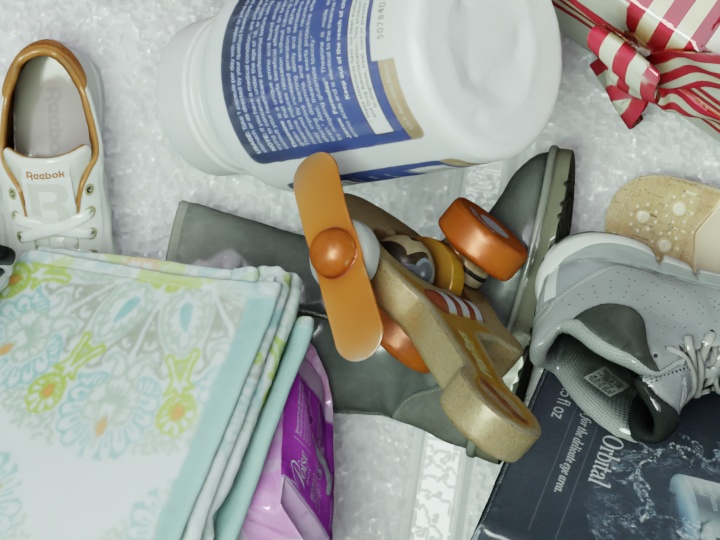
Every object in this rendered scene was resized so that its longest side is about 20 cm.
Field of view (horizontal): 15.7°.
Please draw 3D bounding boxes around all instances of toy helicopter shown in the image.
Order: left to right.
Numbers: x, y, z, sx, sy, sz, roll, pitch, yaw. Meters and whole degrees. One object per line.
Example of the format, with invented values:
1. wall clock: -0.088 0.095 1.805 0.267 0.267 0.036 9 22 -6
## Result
1. toy helicopter: 0.030 0.020 1.212 0.132 0.200 0.079 33 105 -31

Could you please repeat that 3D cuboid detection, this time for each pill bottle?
1. pill bottle: -0.007 -0.098 1.295 0.199 0.110 0.112 -7 84 44

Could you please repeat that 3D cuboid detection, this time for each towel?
1. towel: -0.125 0.082 1.244 0.170 0.048 0.201 5 61 33

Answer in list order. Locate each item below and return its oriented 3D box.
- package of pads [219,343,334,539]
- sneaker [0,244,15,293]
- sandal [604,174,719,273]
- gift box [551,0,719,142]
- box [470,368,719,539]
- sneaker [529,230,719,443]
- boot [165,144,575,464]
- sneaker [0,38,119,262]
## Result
1. package of pads: -0.111 0.108 1.303 0.199 0.076 0.121 -15 46 18
2. sneaker: -0.222 0.021 1.311 0.075 0.200 0.093 10 97 -16
3. sandal: 0.213 -0.014 1.296 0.210 0.070 0.078 11 79 27
4. gift box: 0.195 -0.151 1.288 0.199 0.185 0.187 36 87 10
5. box: 0.151 0.150 1.248 0.199 0.197 0.118 22 121 5
6. sneaker: 0.173 0.050 1.245 0.198 0.116 0.076 10 124 10
7. boot: 0.000 -0.001 1.354 0.199 0.073 0.183 18 88 12
8. sneaker: -0.163 -0.021 1.355 0.072 0.085 0.202 -7 87 2
